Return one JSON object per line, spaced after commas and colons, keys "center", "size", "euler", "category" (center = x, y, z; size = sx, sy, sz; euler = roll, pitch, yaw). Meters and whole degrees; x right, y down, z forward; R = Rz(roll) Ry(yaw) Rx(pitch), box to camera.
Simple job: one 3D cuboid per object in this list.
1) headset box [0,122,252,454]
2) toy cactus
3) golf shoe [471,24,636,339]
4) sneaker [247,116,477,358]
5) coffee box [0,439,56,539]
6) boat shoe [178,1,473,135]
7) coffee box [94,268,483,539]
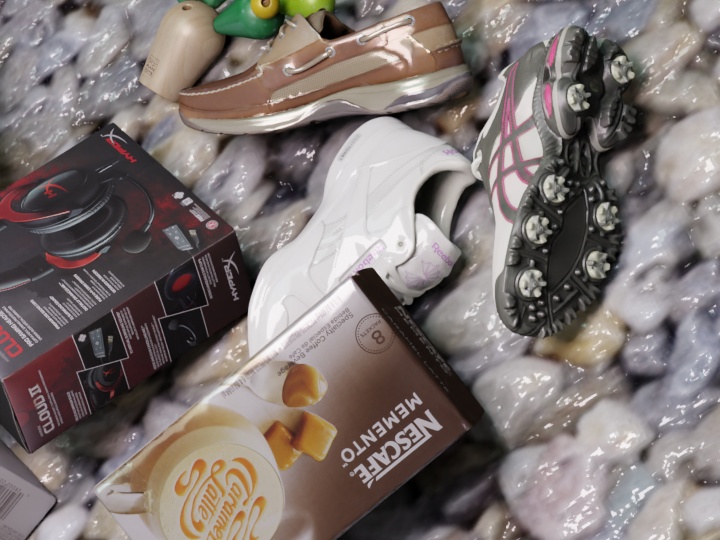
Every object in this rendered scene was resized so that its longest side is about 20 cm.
{"center": [-0.192, 0.014, 1.716], "size": [0.200, 0.075, 0.149], "euler": [-33, 48, -18], "category": "headset box"}
{"center": [-0.097, -0.191, 1.809], "size": [0.200, 0.102, 0.165], "euler": [34, 97, 31], "category": "toy cactus"}
{"center": [0.108, -0.048, 1.618], "size": [0.088, 0.077, 0.201], "euler": [-13, 54, 48], "category": "golf shoe"}
{"center": [0.000, 0.000, 1.648], "size": [0.099, 0.075, 0.200], "euler": [20, 79, 39], "category": "sneaker"}
{"center": [-0.310, 0.182, 1.751], "size": [0.200, 0.080, 0.114], "euler": [-50, 50, 1], "category": "coffee box"}
{"center": [-0.025, -0.131, 1.721], "size": [0.199, 0.076, 0.072], "euler": [-8, 98, 20], "category": "boat shoe"}
{"center": [-0.040, 0.106, 1.581], "size": [0.200, 0.080, 0.114], "euler": [-39, 86, 10], "category": "coffee box"}
